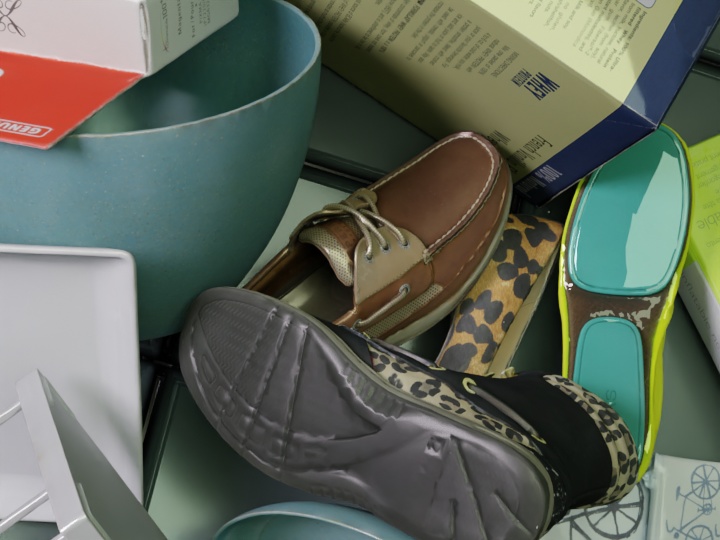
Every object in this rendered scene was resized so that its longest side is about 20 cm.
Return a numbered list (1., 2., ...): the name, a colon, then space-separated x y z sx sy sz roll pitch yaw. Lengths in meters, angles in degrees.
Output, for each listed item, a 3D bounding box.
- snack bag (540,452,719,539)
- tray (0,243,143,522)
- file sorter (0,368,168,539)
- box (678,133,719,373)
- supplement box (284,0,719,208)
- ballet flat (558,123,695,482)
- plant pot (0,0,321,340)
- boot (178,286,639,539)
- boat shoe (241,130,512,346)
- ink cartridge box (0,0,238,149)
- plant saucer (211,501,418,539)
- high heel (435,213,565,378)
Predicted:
1. snack bag: 0.151 0.190 1.089 0.198 0.021 0.190 7 80 -11
2. tray: -0.156 0.052 0.965 0.106 0.201 0.022 2 46 -2
3. file sorter: -0.132 0.179 0.926 0.124 0.139 0.201 -33 118 -2
4. box: 0.245 0.014 1.116 0.121 0.048 0.201 -23 81 -15
5. supplement box: 0.069 -0.157 1.034 0.199 0.200 0.135 33 76 -5
6. ballet flat: 0.135 0.023 1.079 0.066 0.067 0.202 8 78 7
7. plant pot: -0.115 -0.046 0.998 0.198 0.200 0.136 -10 119 -14
8. boot: 0.026 0.068 0.969 0.203 0.153 0.074 27 104 25
9. boat shoe: 0.000 0.000 1.028 0.076 0.072 0.200 36 75 30
10. ink cartridge box: -0.183 -0.123 0.958 0.198 0.174 0.044 11 119 22
11. plant saucer: 0.017 0.177 0.979 0.200 0.200 0.027 39 56 -4
12. high heel: 0.082 0.071 1.061 0.142 0.071 0.201 -26 76 -9
